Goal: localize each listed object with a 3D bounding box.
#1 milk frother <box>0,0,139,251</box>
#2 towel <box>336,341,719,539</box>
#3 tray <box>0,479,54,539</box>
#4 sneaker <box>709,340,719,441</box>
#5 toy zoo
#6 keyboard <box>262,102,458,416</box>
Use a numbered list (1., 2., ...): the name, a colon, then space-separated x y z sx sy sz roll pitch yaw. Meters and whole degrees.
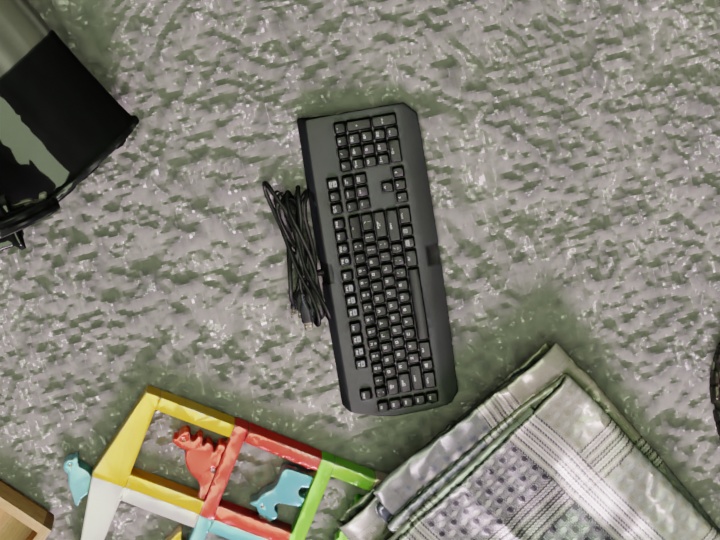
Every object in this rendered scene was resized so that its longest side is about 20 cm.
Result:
1. milk frother: -0.245 -0.103 1.551 0.180 0.200 0.188 -44 101 -14
2. towel: 0.112 0.172 1.706 0.193 0.035 0.200 -41 107 7
3. tray: -0.295 0.214 1.713 0.099 0.037 0.200 35 100 -9
4. sneaker: 0.281 0.109 1.698 0.089 0.077 0.200 -15 108 -12
5. toy zoo: -0.097 0.158 1.714 0.200 0.020 0.131 21 101 -7
6. keyboard: 0.000 0.000 1.673 0.104 0.040 0.200 -10 102 0
